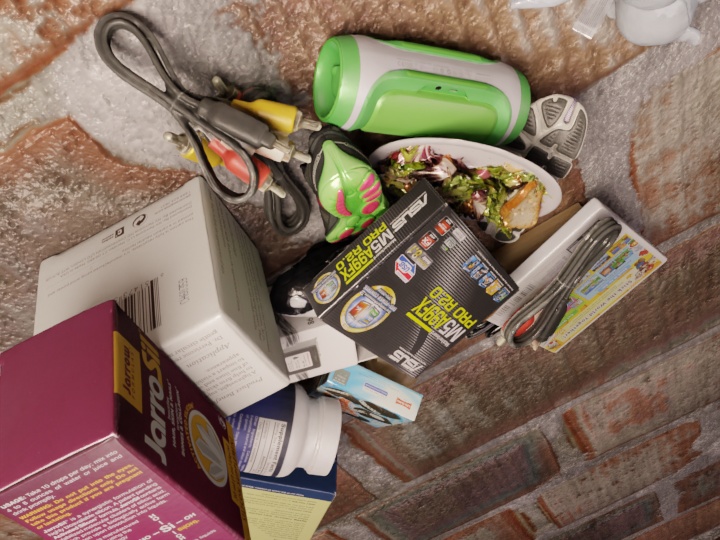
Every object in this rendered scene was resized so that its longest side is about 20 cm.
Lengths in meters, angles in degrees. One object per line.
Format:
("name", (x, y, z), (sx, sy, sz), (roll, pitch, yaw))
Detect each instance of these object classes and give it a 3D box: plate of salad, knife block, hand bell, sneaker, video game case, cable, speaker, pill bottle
("plate of salad", (0.101, -0.078, 0.681), (0.197, 0.049, 0.200), (13, 167, 3))
("knife block", (0.198, 0.005, 0.884), (0.173, 0.064, 0.201), (0, 134, -24))
("hand bell", (0.101, 0.072, 0.838), (0.103, 0.105, 0.199), (17, 145, -35))
("sneaker", (-0.016, -0.086, 0.671), (0.076, 0.085, 0.200), (-23, 169, -7))
("video game case", (0.272, 0.016, 0.863), (0.181, 0.023, 0.200), (25, 119, -38))
("cable", (-0.136, -0.128, 0.563), (0.198, 0.050, 0.098), (29, 93, -4))
("speaker", (0.059, -0.166, 0.634), (0.198, 0.089, 0.089), (2, 133, -24))
("pill bottle", (-0.129, 0.187, 0.821), (0.198, 0.116, 0.116), (14, 129, -14))
("cable", (-0.099, -0.112, 0.663), (0.097, 0.050, 0.200), (-46, 148, 1))
("sneaker", (0.183, -0.121, 0.739), (0.080, 0.084, 0.201), (31, 144, 5))
("cable", (0.221, 0.019, 0.783), (0.096, 0.050, 0.202), (-4, 128, -36))

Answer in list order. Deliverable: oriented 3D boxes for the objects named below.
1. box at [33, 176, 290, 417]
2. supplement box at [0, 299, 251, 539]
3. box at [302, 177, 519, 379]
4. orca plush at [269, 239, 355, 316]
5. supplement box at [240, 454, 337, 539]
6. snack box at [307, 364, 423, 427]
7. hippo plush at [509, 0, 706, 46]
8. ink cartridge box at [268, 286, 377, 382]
("box", (-0.198, 0.050, 0.664), (0.197, 0.201, 0.131), (-27, 136, 5))
("supplement box", (-0.179, 0.144, 0.525), (0.102, 0.132, 0.201), (-25, 134, 2))
("box", (0.060, 0.019, 0.691), (0.160, 0.044, 0.200), (-42, 139, 8))
("orca plush", (0.000, 0.000, 0.721), (0.197, 0.106, 0.071), (-1, 153, -7))
("supplement box", (-0.153, 0.290, 0.944), (0.197, 0.135, 0.201), (14, 129, -12))
("snack box", (-0.001, 0.164, 0.880), (0.115, 0.037, 0.200), (25, 161, -4))
("hippo plush", (0.271, -0.254, 0.577), (0.160, 0.159, 0.201), (21, 105, -51))
("ink cartridge box", (-0.075, 0.067, 0.789), (0.197, 0.116, 0.067), (-15, 121, -8))
